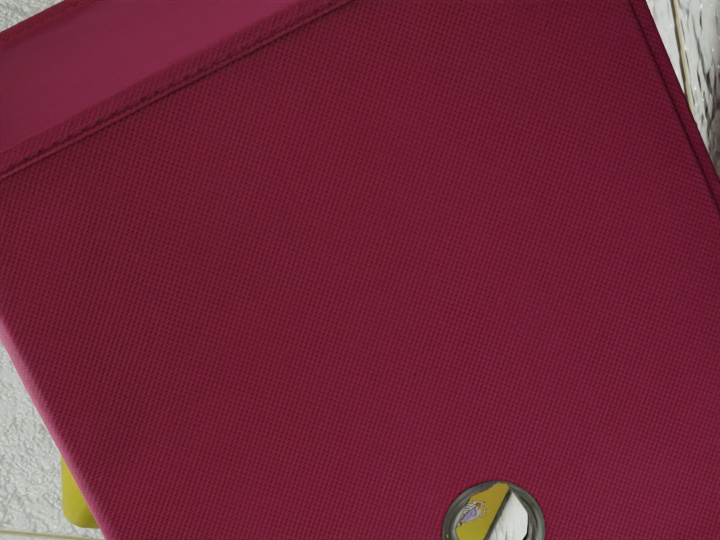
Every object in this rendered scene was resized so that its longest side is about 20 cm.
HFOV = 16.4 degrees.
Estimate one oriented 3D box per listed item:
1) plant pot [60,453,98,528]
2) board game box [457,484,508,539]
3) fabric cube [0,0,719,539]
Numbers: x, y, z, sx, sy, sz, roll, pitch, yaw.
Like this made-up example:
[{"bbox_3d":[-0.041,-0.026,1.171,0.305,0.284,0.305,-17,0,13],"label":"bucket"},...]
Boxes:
[{"bbox_3d":[-0.068,0.032,1.506,0.176,0.199,0.200,122,147,-55],"label":"plant pot"},{"bbox_3d":[0.038,0.059,1.246,0.200,0.040,0.153,105,161,-63],"label":"board game box"},{"bbox_3d":[0.000,0.000,0.744,0.200,0.196,0.200,65,178,-17],"label":"fabric cube"}]
